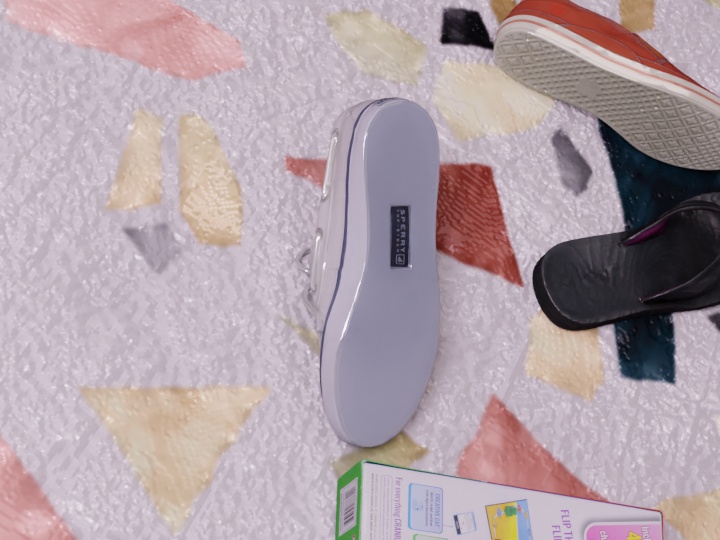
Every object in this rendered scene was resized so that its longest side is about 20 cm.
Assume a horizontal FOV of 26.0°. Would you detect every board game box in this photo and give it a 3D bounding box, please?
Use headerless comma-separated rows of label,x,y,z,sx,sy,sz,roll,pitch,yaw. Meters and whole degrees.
board game box,0.082,0.200,0.889,0.199,0.040,0.154,13,62,-19

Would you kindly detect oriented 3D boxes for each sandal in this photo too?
sandal,0.207,-0.008,1.038,0.199,0.048,0.076,-18,75,-29

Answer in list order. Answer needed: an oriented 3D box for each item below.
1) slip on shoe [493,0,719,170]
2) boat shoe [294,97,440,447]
slip on shoe,0.187,-0.133,1.077,0.199,0.074,0.061,27,56,-5
boat shoe,-0.004,-0.001,0.927,0.074,0.086,0.204,-1,96,-30
